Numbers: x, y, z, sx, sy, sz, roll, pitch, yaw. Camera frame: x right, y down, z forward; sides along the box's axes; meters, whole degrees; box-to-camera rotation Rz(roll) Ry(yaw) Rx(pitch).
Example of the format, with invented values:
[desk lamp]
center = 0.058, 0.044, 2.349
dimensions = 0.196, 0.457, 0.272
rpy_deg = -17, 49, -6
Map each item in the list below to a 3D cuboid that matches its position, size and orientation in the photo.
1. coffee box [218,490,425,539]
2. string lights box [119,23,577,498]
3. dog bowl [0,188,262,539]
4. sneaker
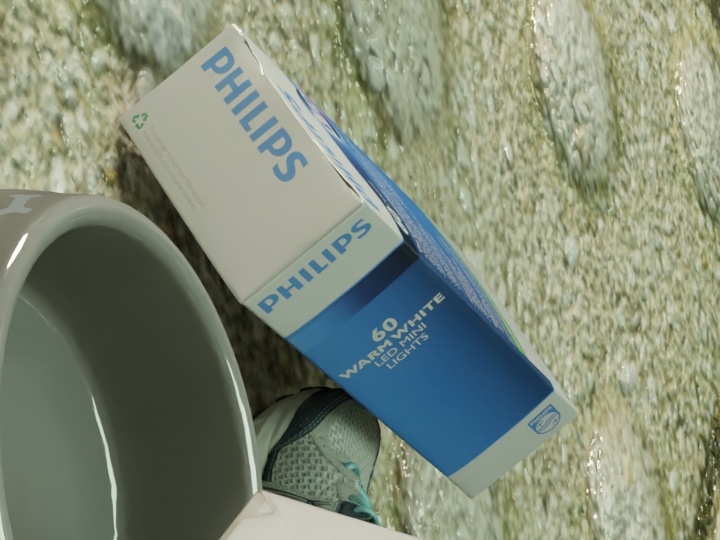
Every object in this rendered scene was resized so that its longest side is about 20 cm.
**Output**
[coffee box]
center = -0.025, 0.186, 0.889
dimensions = 0.113, 0.080, 0.200
rpy_deg = -51, 151, -52
[string lights box]
center = 0.000, 0.000, 1.092
dimensions = 0.103, 0.059, 0.200
rpy_deg = 55, 7, 36
[dog bowl]
center = -0.094, 0.067, 0.910
dimensions = 0.200, 0.059, 0.201
rpy_deg = 39, 46, -56
[sneaker]
center = -0.008, 0.121, 1.045
dimensions = 0.200, 0.086, 0.078
rpy_deg = -75, 146, -44
